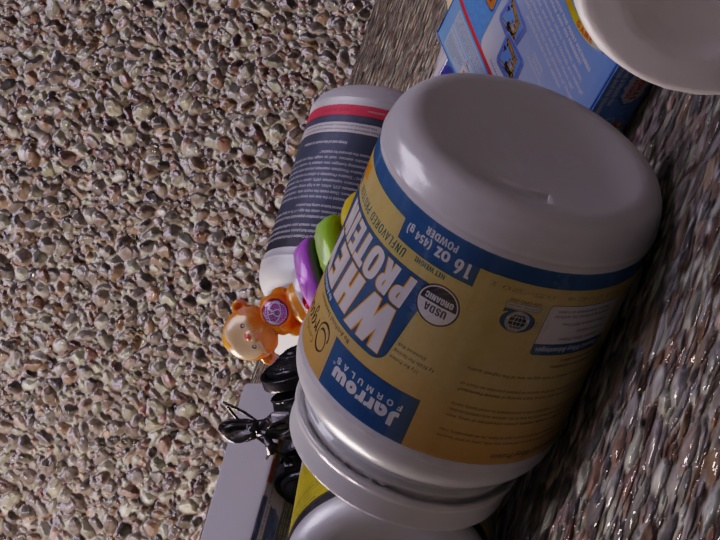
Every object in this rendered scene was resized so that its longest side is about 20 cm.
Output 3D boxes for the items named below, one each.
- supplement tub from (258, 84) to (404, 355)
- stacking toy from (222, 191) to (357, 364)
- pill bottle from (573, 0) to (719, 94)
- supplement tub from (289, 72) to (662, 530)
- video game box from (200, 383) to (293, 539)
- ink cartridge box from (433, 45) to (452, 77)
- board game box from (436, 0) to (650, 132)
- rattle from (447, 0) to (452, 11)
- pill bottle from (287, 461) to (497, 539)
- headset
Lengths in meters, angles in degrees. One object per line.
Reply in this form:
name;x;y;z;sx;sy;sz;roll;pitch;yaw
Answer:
supplement tub;0.004;-0.028;1.828;0.140;0.140;0.200;128;161;-73
stacking toy;0.000;0.000;1.441;0.200;0.116;0.110;-28;8;15
pill bottle;0.155;-0.180;1.019;0.113;0.113;0.200;115;171;-48
supplement tub;0.052;0.017;1.204;0.145;0.144;0.200;-80;11;-57
video game box;-0.056;0.212;1.673;0.182;0.047;0.200;66;-149;-48
ink cartridge box;0.114;-0.209;1.688;0.200;0.076;0.137;120;168;-54
board game box;0.111;-0.140;1.359;0.200;0.037;0.152;116;140;-53
rattle;0.052;-0.180;1.525;0.130;0.143;0.200;-158;50;-77
pill bottle;0.023;0.113;1.339;0.200;0.112;0.112;-79;10;-57
headset;-0.019;0.103;1.603;0.094;0.200;0.124;-14;80;36
